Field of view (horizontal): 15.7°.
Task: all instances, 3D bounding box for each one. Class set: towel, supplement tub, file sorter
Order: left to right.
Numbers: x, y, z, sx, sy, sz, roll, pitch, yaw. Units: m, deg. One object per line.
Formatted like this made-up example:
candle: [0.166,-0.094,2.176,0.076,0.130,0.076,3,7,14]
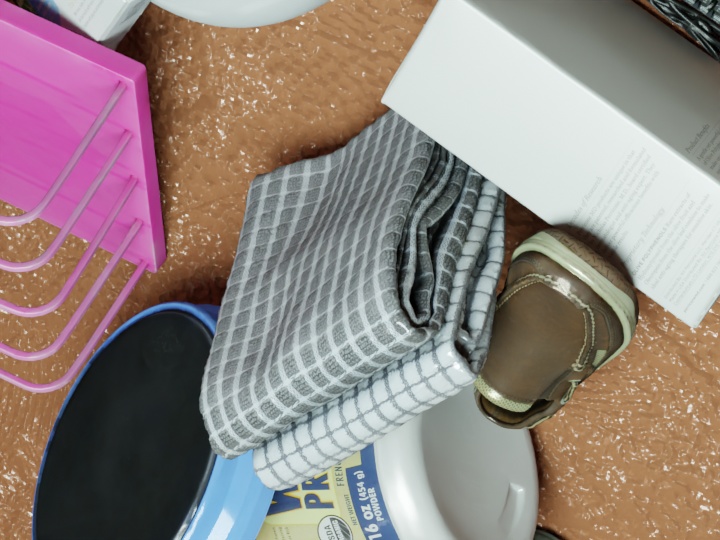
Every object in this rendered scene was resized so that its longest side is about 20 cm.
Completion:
file sorter: [-0.205,-0.041,1.472,0.138,0.126,0.200,25,152,14]
supplement tub: [-0.013,0.128,1.497,0.199,0.144,0.145,-17,108,34]
towel: [0.000,0.000,1.382,0.085,0.201,0.165,35,132,-23]

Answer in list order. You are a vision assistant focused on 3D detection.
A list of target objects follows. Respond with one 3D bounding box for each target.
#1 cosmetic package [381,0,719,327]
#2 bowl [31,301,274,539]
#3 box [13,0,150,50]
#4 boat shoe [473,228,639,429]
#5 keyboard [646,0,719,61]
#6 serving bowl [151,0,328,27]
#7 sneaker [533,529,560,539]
cosmetic package: [0.125,-0.078,1.333,0.200,0.108,0.085,36,127,8]
bowl: [-0.118,0.111,1.471,0.039,0.202,0.200,25,137,-34]
box: [-0.189,-0.211,1.421,0.200,0.036,0.144,56,157,1]
boat shoe: [0.095,0.042,1.369,0.075,0.075,0.202,34,166,10]
keyboard: [0.158,-0.145,1.292,0.200,0.021,0.127,35,168,2]
serving bowl: [-0.085,-0.217,1.395,0.199,0.066,0.201,14,123,22]
sneaker: [0.028,0.217,1.545,0.199,0.114,0.077,-15,107,35]
